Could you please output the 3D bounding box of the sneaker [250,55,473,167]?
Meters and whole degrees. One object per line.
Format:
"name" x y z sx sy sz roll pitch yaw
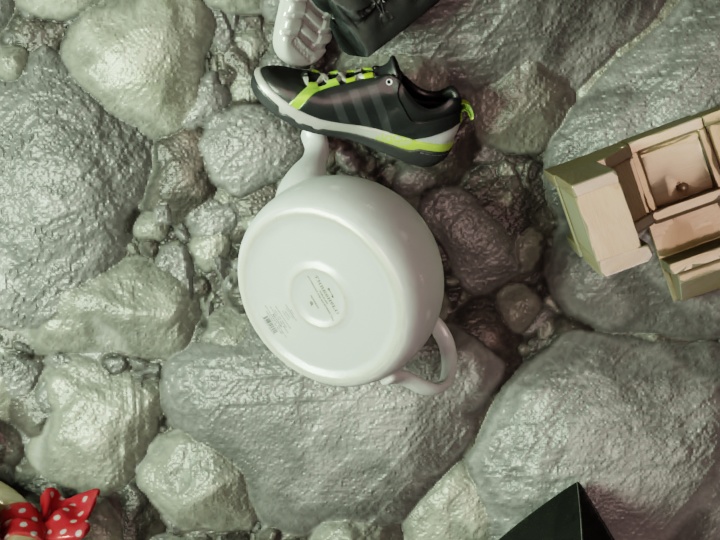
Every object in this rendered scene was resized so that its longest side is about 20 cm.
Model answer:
"sneaker" 0.004 -0.162 0.952 0.200 0.072 0.083 16 122 -13

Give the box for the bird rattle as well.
"bird rattle" -0.346 0.232 0.969 0.200 0.163 0.113 40 113 4

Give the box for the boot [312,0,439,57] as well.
"boot" 0.029 -0.307 0.926 0.200 0.066 0.165 -37 101 -4

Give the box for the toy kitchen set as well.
"toy kitchen set" 0.289 -0.040 0.922 0.200 0.180 0.163 -20 98 6

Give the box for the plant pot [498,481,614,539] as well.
"plant pot" 0.174 0.350 0.975 0.177 0.200 0.200 -29 97 16

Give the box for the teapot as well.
"teapot" 0.000 0.000 0.949 0.197 0.146 0.200 20 120 22

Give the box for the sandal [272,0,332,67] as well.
"sandal" -0.041 -0.286 0.951 0.050 0.082 0.203 27 99 39
